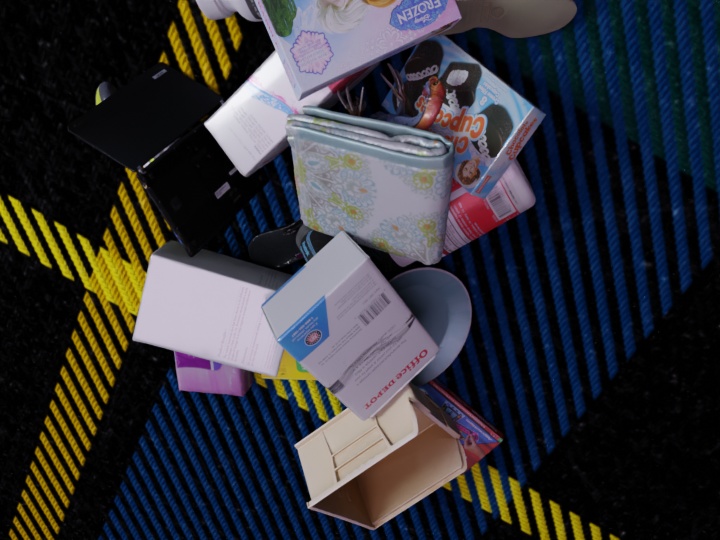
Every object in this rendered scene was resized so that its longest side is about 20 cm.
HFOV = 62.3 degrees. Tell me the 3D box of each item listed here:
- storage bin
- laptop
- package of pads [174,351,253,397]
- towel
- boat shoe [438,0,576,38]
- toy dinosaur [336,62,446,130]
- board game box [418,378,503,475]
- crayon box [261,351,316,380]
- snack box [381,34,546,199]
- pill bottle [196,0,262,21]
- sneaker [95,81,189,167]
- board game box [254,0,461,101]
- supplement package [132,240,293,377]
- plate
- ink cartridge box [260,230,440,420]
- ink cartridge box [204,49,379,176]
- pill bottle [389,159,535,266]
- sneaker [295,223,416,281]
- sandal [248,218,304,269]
[{"bbox_3d":[0.038,0.273,0.876,0.197,0.095,0.200,-35,139,9],"label":"storage bin"},{"bbox_3d":[-0.248,-0.154,0.802,0.101,0.178,0.203,4,133,40],"label":"laptop"},{"bbox_3d":[-0.238,0.099,0.945,0.117,0.076,0.205,2,113,5],"label":"package of pads"},{"bbox_3d":[0.010,-0.098,0.700,0.195,0.049,0.173,18,145,15],"label":"towel"},{"bbox_3d":[0.159,-0.322,0.707,0.195,0.074,0.065,-1,69,-4],"label":"boat shoe"},{"bbox_3d":[0.044,-0.177,0.739,0.179,0.106,0.201,21,156,44],"label":"toy dinosaur"},{"bbox_3d":[0.128,0.243,0.976,0.199,0.020,0.103,40,114,-8],"label":"board game box"},{"bbox_3d":[-0.063,0.105,0.928,0.194,0.058,0.122,0,113,9],"label":"crayon box"},{"bbox_3d":[0.116,-0.195,0.720,0.117,0.037,0.201,-55,52,24],"label":"snack box"},{"bbox_3d":[-0.099,-0.365,0.709,0.194,0.116,0.119,-5,112,11],"label":"pill bottle"},{"bbox_3d":[-0.287,-0.189,0.846,0.080,0.074,0.201,-36,110,14],"label":"sneaker"},{"bbox_3d":[-0.019,-0.316,0.620,0.197,0.041,0.203,-27,100,-8],"label":"board game box"},{"bbox_3d":[-0.191,0.049,0.819,0.195,0.117,0.120,17,101,-8],"label":"supplement package"},{"bbox_3d":[0.076,0.085,0.881,0.195,0.026,0.205,-11,117,-21],"label":"plate"},{"bbox_3d":[-0.009,0.076,0.767,0.145,0.084,0.201,-42,127,-2],"label":"ink cartridge box"},{"bbox_3d":[-0.082,-0.224,0.747,0.198,0.148,0.086,-36,101,20],"label":"ink cartridge box"},{"bbox_3d":[0.120,-0.089,0.789,0.197,0.113,0.114,-29,105,20],"label":"pill bottle"},{"bbox_3d":[0.000,0.000,0.838,0.196,0.083,0.074,18,119,-26],"label":"sneaker"},{"bbox_3d":[-0.078,-0.046,0.874,0.197,0.048,0.076,-25,107,18],"label":"sandal"}]
